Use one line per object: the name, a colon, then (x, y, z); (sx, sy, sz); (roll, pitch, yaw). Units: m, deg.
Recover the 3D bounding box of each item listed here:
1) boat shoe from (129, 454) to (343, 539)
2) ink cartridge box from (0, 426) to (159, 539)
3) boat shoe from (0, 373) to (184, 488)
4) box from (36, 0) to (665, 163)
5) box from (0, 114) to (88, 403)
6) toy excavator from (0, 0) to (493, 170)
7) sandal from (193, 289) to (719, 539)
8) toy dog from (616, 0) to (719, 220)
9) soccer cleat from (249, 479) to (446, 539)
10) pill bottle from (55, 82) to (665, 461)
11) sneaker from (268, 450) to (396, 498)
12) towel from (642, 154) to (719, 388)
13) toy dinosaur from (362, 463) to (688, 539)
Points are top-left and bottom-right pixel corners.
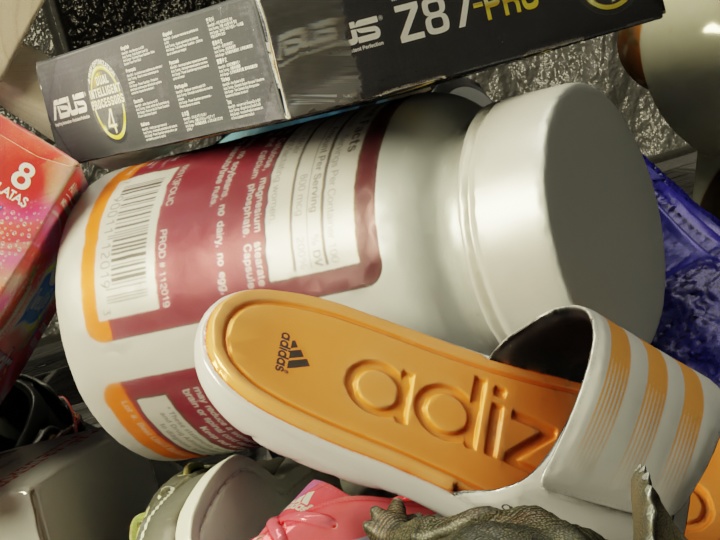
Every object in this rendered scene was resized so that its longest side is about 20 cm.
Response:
boat shoe: (-0.052, 0.107, 0.860); (0.060, 0.073, 0.202); (-14, -2, 12)
ink cartridge box: (-0.186, 0.133, 0.915); (0.198, 0.088, 0.145); (-13, 5, 13)
boat shoe: (-0.155, 0.086, 1.031); (0.200, 0.063, 0.074); (19, 32, -26)
box: (-0.010, -0.083, 0.837); (0.160, 0.050, 0.200); (-19, 7, -28)
box: (-0.169, -0.011, 0.902); (0.103, 0.094, 0.200); (-59, 0, -8)
toy excavator: (-0.059, -0.067, 0.965); (0.200, 0.195, 0.100); (-38, 7, -41)
sandal: (0.051, 0.044, 0.703); (0.205, 0.080, 0.059); (18, -43, -11)
toy dog: (0.182, -0.040, 0.978); (0.193, 0.202, 0.139); (-18, 4, -24)
soccer cleat: (-0.027, 0.108, 0.701); (0.199, 0.077, 0.067); (-18, 2, -33)
pill bottle: (0.000, 0.000, 0.812); (0.199, 0.115, 0.114); (-11, 6, 30)
sneaker: (0.024, 0.027, 0.990); (0.200, 0.085, 0.075); (-44, -17, 24)
towel: (0.082, 0.016, 0.859); (0.147, 0.050, 0.200); (-32, 40, -11)
toy dinosaur: (0.023, 0.100, 0.629); (0.199, 0.078, 0.102); (-15, -7, -35)
